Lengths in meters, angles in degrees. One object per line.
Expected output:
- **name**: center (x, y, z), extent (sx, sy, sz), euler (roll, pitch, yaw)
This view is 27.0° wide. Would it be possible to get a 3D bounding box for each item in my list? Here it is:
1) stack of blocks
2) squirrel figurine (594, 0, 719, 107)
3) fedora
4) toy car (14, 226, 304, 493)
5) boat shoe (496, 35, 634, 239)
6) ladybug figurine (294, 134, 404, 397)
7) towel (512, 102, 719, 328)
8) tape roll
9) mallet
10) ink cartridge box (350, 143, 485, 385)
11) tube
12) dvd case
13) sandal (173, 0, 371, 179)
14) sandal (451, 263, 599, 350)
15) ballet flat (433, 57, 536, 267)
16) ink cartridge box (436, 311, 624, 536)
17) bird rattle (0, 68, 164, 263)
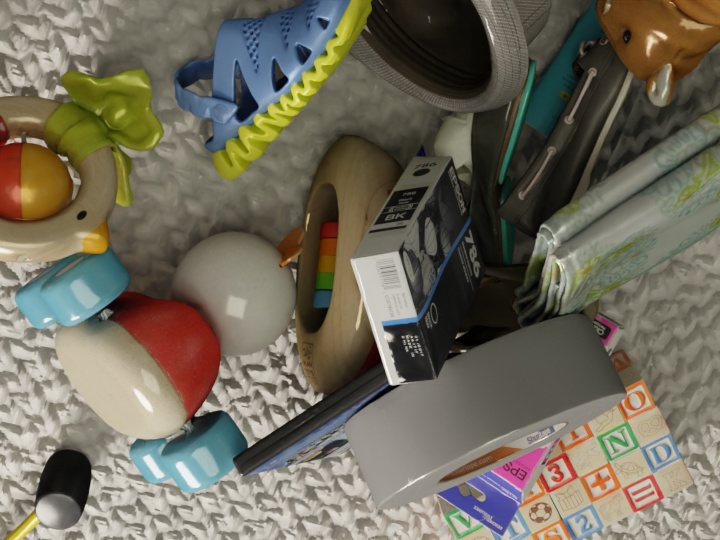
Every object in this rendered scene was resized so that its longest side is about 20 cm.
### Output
- **stack of blocks**: center (0.164, 0.168, 1.267), extent (0.200, 0.059, 0.115), euler (-28, 113, 4)
- **squirrel figurine**: center (0.254, -0.182, 0.976), extent (0.200, 0.142, 0.187), euler (25, 136, -7)
- **fedora**: center (0.058, -0.204, 1.054), extent (0.090, 0.200, 0.177), euler (-41, 137, -25)
- **toy car**: center (-0.122, 0.034, 1.141), extent (0.200, 0.177, 0.184), euler (-38, 102, -21)
- **boat shoe**: center (0.159, -0.117, 1.088), extent (0.057, 0.067, 0.200), euler (22, 89, 6)
- **ladybug figurine**: center (0.000, 0.000, 1.128), extent (0.072, 0.136, 0.200), euler (7, 89, -21)
- **towel**: center (0.200, -0.036, 1.053), extent (0.200, 0.171, 0.048), euler (-33, 76, -11)
- **tape roll**: center (0.091, 0.105, 1.095), extent (0.200, 0.200, 0.066), euler (-25, 76, 2)
- **mallet**: center (-0.291, 0.231, 1.223), extent (0.041, 0.066, 0.200), euler (39, 102, -19)
- **ink cartridge box**: center (0.048, -0.012, 1.055), extent (0.039, 0.200, 0.100), euler (-9, 115, 21)
- **tube**: center (0.197, -0.184, 1.138), extent (0.077, 0.050, 0.200), euler (31, 99, -26)
- **dvd case**: center (0.002, 0.105, 1.129), extent (0.143, 0.200, 0.018), euler (-34, 77, 15)
- **sandal**: center (-0.069, -0.149, 1.071), extent (0.087, 0.080, 0.200), euler (42, 126, -8)
- **sandal**: center (0.084, 0.033, 1.165), extent (0.200, 0.054, 0.080), euler (0, 130, 22)
- **ballet flat**: center (0.089, -0.076, 1.134), extent (0.068, 0.068, 0.200), euler (10, 129, 9)
- **ink cartridge box**: center (0.122, 0.107, 1.208), extent (0.095, 0.037, 0.200), euler (31, 98, 18)
- **bird rattle**: center (-0.240, -0.083, 1.045), extent (0.200, 0.163, 0.113), euler (6, 147, -21)
